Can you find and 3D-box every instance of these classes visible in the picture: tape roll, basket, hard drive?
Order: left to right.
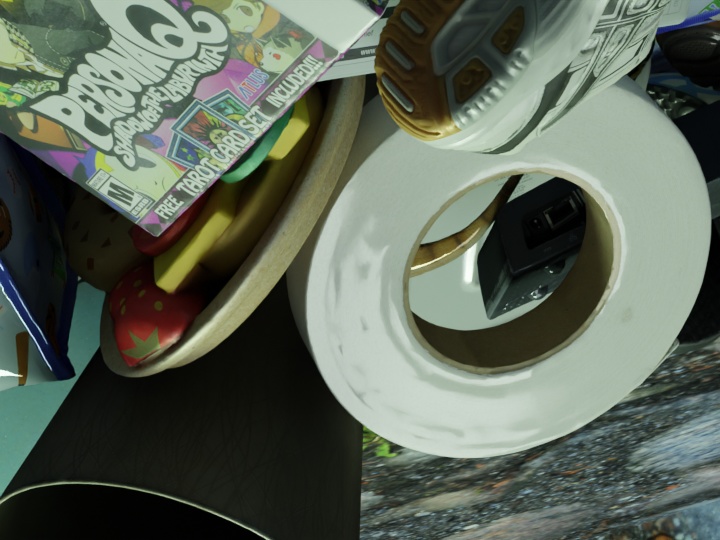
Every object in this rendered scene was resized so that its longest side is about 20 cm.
[{"bbox_3d":[-0.067,0.078,1.013,0.179,0.201,0.136,24,134,-7],"label":"basket"},{"bbox_3d":[0.065,-0.006,0.964,0.201,0.037,0.204,-9,122,-15],"label":"tape roll"},{"bbox_3d":[0.153,-0.041,1.070,0.199,0.043,0.135,-24,170,-7],"label":"hard drive"}]

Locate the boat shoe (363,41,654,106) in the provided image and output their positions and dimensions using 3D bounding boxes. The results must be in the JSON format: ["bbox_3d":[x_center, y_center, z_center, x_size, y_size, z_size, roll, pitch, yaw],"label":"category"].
[{"bbox_3d":[0.060,-0.099,1.067,0.199,0.072,0.060,-9,155,-26],"label":"boat shoe"}]

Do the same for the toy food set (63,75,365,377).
[{"bbox_3d":[-0.066,-0.046,0.938,0.048,0.200,0.198,32,112,-22],"label":"toy food set"}]

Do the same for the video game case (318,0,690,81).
[{"bbox_3d":[0.052,-0.159,0.794,0.199,0.022,0.183,-11,135,-19],"label":"video game case"}]

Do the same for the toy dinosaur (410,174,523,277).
[{"bbox_3d":[0.000,0.000,1.099,0.198,0.061,0.107,0,129,22],"label":"toy dinosaur"}]

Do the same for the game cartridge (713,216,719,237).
[{"bbox_3d":[0.274,-0.038,1.222,0.132,0.201,0.042,-11,140,-2],"label":"game cartridge"}]

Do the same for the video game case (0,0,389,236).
[{"bbox_3d":[-0.104,-0.110,0.770,0.181,0.036,0.200,35,146,-13],"label":"video game case"}]

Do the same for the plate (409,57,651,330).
[{"bbox_3d":[0.077,-0.023,1.183,0.198,0.032,0.201,-19,138,-22],"label":"plate"}]

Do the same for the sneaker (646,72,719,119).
[{"bbox_3d":[0.241,-0.086,1.204,0.198,0.073,0.072,9,134,18],"label":"sneaker"}]

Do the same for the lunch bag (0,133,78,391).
[{"bbox_3d":[-0.239,-0.022,0.958,0.169,0.124,0.201,-14,135,7],"label":"lunch bag"}]

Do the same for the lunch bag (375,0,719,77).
[{"bbox_3d":[0.094,-0.140,0.952,0.198,0.076,0.160,-14,166,2],"label":"lunch bag"}]

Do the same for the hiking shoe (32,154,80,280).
[{"bbox_3d":[-0.206,-0.018,1.089,0.100,0.076,0.199,-2,161,-45],"label":"hiking shoe"}]

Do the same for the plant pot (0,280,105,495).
[{"bbox_3d":[-0.170,0.077,1.221,0.199,0.136,0.200,-19,-176,1],"label":"plant pot"}]

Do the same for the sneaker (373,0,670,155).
[{"bbox_3d":[0.094,-0.122,0.796,0.200,0.076,0.088,-41,153,17],"label":"sneaker"}]

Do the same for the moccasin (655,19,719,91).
[{"bbox_3d":[0.227,-0.136,1.092,0.200,0.078,0.073,-7,178,-35],"label":"moccasin"}]

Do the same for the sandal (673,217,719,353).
[{"bbox_3d":[0.188,-0.013,1.255,0.075,0.201,0.045,25,130,-7],"label":"sandal"}]
